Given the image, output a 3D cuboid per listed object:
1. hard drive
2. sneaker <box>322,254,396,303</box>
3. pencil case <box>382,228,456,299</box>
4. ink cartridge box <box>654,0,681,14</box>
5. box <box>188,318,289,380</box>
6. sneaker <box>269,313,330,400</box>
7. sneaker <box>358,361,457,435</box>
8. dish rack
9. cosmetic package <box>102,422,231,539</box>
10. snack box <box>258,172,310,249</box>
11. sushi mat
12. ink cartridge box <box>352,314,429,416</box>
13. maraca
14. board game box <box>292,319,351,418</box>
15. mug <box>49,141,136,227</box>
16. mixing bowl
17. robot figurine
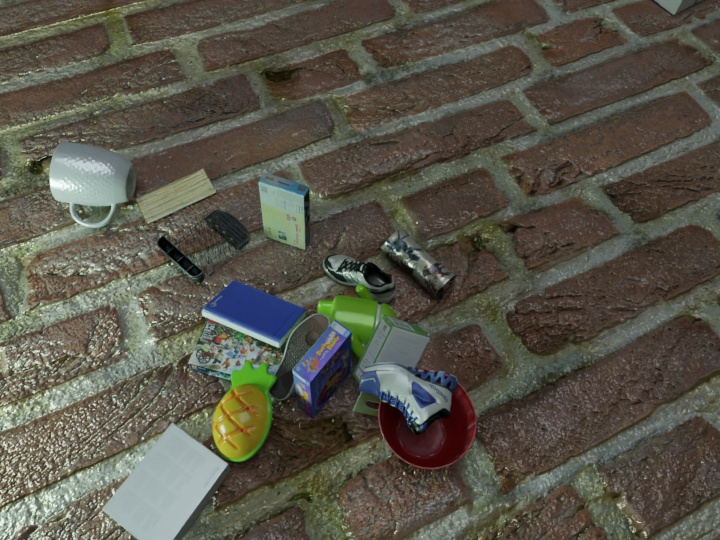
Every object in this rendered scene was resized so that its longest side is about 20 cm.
[{"bbox_3d":[-0.239,0.095,1.358,0.197,0.026,0.132,20,36,14],"label":"hard drive"},{"bbox_3d":[0.000,0.000,1.428,0.197,0.088,0.076,24,62,13],"label":"sneaker"},{"bbox_3d":[0.142,-0.020,1.453,0.200,0.089,0.078,42,93,21],"label":"pencil case"},{"bbox_3d":[1.129,-1.019,2.068,0.198,0.147,0.147,-30,64,-20],"label":"ink cartridge box"},{"bbox_3d":[-0.265,0.177,1.335,0.196,0.038,0.139,13,59,5],"label":"box"},{"bbox_3d":[-0.126,0.182,1.285,0.072,0.085,0.202,33,89,14],"label":"sneaker"},{"bbox_3d":[0.092,0.251,1.156,0.195,0.081,0.117,7,56,0],"label":"sneaker"},{"bbox_3d":[-0.379,-0.073,1.473,0.153,0.055,0.200,38,64,18],"label":"dish rack"},{"bbox_3d":[-0.374,0.428,1.169,0.149,0.052,0.201,29,62,17],"label":"cosmetic package"},{"bbox_3d":[-0.179,-0.138,1.436,0.114,0.202,0.038,18,55,8],"label":"snack box"},{"bbox_3d":[-0.485,-0.197,1.568,0.198,0.012,0.096,-29,65,-19],"label":"sushi mat"},{"bbox_3d":[0.054,0.205,1.265,0.102,0.203,0.059,18,12,-32],"label":"ink cartridge box"},{"bbox_3d":[-0.236,0.286,1.222,0.134,0.107,0.204,2,67,23],"label":"maraca"},{"bbox_3d":[-0.076,0.207,1.230,0.044,0.201,0.135,33,62,17],"label":"board game box"},{"bbox_3d":[-0.668,-0.210,1.504,0.171,0.148,0.205,8,88,-6],"label":"mug"},{"bbox_3d":[0.130,0.318,1.227,0.196,0.109,0.203,2,58,-2],"label":"mixing bowl"},{"bbox_3d":[-0.004,0.122,1.335,0.196,0.117,0.177,9,40,3],"label":"robot figurine"}]
